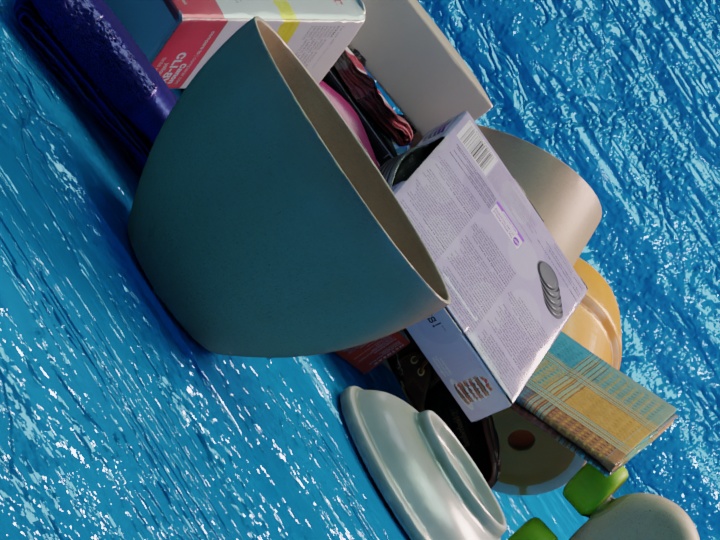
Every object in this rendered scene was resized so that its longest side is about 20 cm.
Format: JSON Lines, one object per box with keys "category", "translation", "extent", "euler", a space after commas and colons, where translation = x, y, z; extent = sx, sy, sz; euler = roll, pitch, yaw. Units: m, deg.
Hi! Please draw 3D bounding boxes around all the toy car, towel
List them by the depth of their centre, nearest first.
{"category": "towel", "translation": [-0.155, -0.116, 1.223], "extent": [0.201, 0.049, 0.148], "euler": [53, 0, -18]}
{"category": "towel", "translation": [0.185, 0.109, 1.599], "extent": [0.146, 0.022, 0.200], "euler": [35, 21, 15]}
{"category": "toy car", "translation": [0.215, 0.271, 1.609], "extent": [0.164, 0.158, 0.200], "euler": [47, -7, 13]}
{"category": "towel", "translation": [-0.023, -0.211, 1.683], "extent": [0.201, 0.023, 0.144], "euler": [58, 6, 20]}

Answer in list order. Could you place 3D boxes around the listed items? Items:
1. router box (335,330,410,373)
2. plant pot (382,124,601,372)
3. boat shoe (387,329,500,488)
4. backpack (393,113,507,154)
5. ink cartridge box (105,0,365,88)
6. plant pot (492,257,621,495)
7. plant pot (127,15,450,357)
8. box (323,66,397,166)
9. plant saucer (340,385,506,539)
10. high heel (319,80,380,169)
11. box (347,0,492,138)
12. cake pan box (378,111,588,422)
{"category": "router box", "translation": [-0.053, -0.031, 1.492], "extent": [0.201, 0.049, 0.179], "euler": [59, 8, 24]}
{"category": "plant pot", "translation": [0.094, 0.003, 1.665], "extent": [0.186, 0.201, 0.188], "euler": [22, -20, 8]}
{"category": "boat shoe", "translation": [0.068, 0.090, 1.551], "extent": [0.070, 0.070, 0.202], "euler": [132, -67, -84]}
{"category": "backpack", "translation": [0.049, -0.084, 1.911], "extent": [0.183, 0.198, 0.149], "euler": [-49, 149, -85]}
{"category": "ink cartridge box", "translation": [-0.114, -0.218, 1.437], "extent": [0.199, 0.084, 0.146], "euler": [-7, 56, -46]}
{"category": "plant pot", "translation": [0.154, 0.107, 1.780], "extent": [0.201, 0.199, 0.184], "euler": [52, 23, -27]}
{"category": "plant pot", "translation": [-0.057, -0.028, 1.095], "extent": [0.201, 0.134, 0.200], "euler": [55, 7, -10]}
{"category": "box", "translation": [-0.070, -0.161, 1.695], "extent": [0.197, 0.117, 0.200], "euler": [53, 8, -20]}
{"category": "plant saucer", "translation": [0.060, 0.160, 1.384], "extent": [0.201, 0.050, 0.200], "euler": [55, 6, -9]}
{"category": "high heel", "translation": [-0.015, -0.078, 1.504], "extent": [0.200, 0.067, 0.096], "euler": [52, 10, -14]}
{"category": "box", "translation": [0.026, -0.201, 1.586], "extent": [0.200, 0.068, 0.082], "euler": [48, 10, -33]}
{"category": "cake pan box", "translation": [0.086, -0.009, 1.508], "extent": [0.201, 0.052, 0.184], "euler": [54, 37, -12]}
